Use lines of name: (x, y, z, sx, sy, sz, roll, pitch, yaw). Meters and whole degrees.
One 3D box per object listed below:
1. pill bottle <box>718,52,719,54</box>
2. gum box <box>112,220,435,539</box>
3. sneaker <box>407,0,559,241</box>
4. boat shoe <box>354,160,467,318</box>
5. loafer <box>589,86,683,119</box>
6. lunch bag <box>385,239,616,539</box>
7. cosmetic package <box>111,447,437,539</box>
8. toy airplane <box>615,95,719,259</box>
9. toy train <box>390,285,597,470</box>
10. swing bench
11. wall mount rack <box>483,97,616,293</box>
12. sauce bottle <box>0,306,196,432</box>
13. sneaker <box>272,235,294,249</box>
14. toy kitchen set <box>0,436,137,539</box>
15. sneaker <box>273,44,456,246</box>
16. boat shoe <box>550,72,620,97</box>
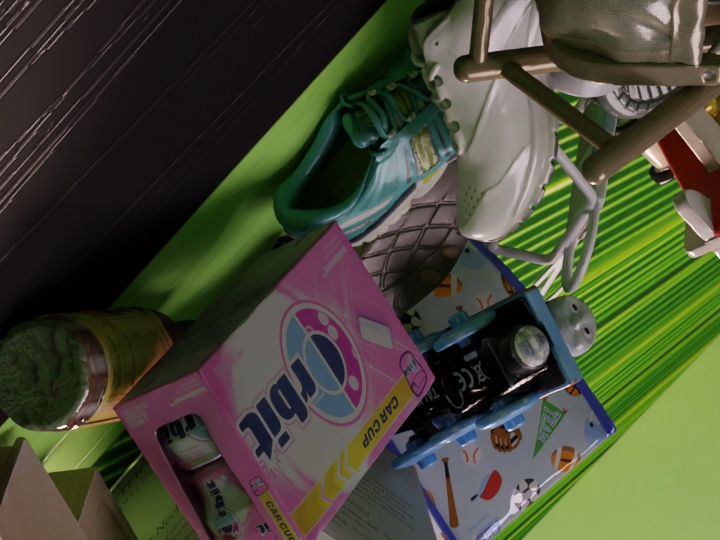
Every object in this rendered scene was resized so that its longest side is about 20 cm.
pill bottle: (0.328, -0.241, 1.712, 0.200, 0.113, 0.113, -39, 165, -24)
gum box: (-0.045, 0.070, 1.318, 0.066, 0.114, 0.200, -25, -167, 33)
sneaker: (0.065, -0.112, 1.312, 0.087, 0.075, 0.200, -3, 111, -19)
boat shoe: (0.000, 0.000, 1.563, 0.076, 0.072, 0.200, 32, 98, -39)
loafer: (0.191, -0.170, 1.538, 0.200, 0.070, 0.075, -50, 131, -35)
lunch bag: (0.057, 0.084, 1.739, 0.170, 0.200, 0.124, -40, -162, -23)
cosmetic package: (-0.060, 0.195, 1.570, 0.167, 0.166, 0.200, -49, -158, 14)
toy airplane: (0.289, -0.092, 1.847, 0.141, 0.199, 0.200, -37, 166, 12)
toy train: (0.077, 0.066, 1.585, 0.114, 0.087, 0.200, -28, 178, -37)
swing bench: (0.168, -0.177, 1.195, 0.200, 0.130, 0.199, -20, 134, -29)
wall mount rack: (0.131, -0.095, 1.548, 0.174, 0.074, 0.200, 114, -12, -62)
sauce bottle: (-0.135, 0.053, 1.330, 0.065, 0.065, 0.200, -48, 167, 13)
sneaker: (-0.049, 0.054, 1.446, 0.118, 0.074, 0.200, -48, -161, 20)
toy kitchen set: (-0.257, 0.198, 1.427, 0.200, 0.180, 0.163, -76, 151, -46)
sneaker: (0.027, -0.088, 1.382, 0.200, 0.078, 0.080, -49, 156, 17)
boat shoe: (0.148, -0.176, 1.428, 0.200, 0.069, 0.057, -61, 166, -49)
